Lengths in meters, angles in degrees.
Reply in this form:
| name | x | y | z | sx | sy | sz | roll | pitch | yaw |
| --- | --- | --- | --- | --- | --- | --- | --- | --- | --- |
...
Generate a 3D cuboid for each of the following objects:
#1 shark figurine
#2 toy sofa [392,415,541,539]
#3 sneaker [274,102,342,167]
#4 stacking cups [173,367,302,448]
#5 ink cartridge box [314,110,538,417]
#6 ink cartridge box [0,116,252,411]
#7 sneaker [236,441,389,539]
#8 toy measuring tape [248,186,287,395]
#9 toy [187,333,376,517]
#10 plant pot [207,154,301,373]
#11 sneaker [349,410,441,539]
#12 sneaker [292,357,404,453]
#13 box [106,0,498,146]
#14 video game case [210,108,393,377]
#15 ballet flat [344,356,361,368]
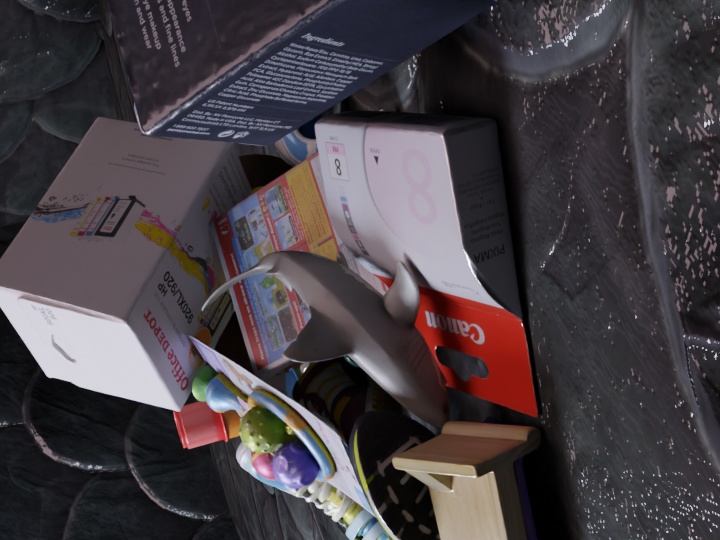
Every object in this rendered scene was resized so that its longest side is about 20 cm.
| name | x | y | z | sx | sy | sz | roll | pitch | yaw |
| --- | --- | --- | --- | --- | --- | --- | --- | --- | --- |
| shark figurine | -0.033 | 0.032 | 0.887 | 0.214 | 0.089 | 0.128 | 33 | 148 | 31 |
| toy sofa | 0.101 | 0.202 | 0.852 | 0.083 | 0.098 | 0.200 | -3 | 101 | 51 |
| sneaker | -0.049 | -0.188 | 1.080 | 0.072 | 0.072 | 0.200 | -12 | 88 | 48 |
| stacking cups | -0.078 | 0.119 | 1.195 | 0.061 | 0.200 | 0.061 | 168 | 90 | -78 |
| ink cartridge box | 0.041 | -0.005 | 0.842 | 0.162 | 0.057 | 0.200 | 14 | 114 | 57 |
| ink cartridge box | -0.196 | -0.006 | 1.102 | 0.147 | 0.144 | 0.200 | 72 | -143 | -51 |
| sneaker | -0.016 | 0.205 | 1.154 | 0.080 | 0.200 | 0.131 | -51 | 50 | 20 |
| toy measuring tape | -0.077 | 0.024 | 1.077 | 0.074 | 0.073 | 0.200 | 144 | 122 | -75 |
| toy | -0.075 | 0.136 | 1.021 | 0.200 | 0.047 | 0.115 | 32 | 155 | 44 |
| plant pot | -0.103 | -0.010 | 1.276 | 0.187 | 0.187 | 0.200 | 101 | 166 | -61 |
| sneaker | 0.043 | 0.184 | 0.917 | 0.081 | 0.074 | 0.200 | 6 | 130 | 58 |
| sneaker | -0.013 | 0.123 | 1.076 | 0.200 | 0.090 | 0.075 | -90 | -24 | -68 |
| box | -0.052 | -0.205 | 0.748 | 0.200 | 0.117 | 0.197 | -27 | 74 | 35 |
| video game case | -0.029 | -0.018 | 0.987 | 0.200 | 0.017 | 0.143 | -29 | 70 | 33 |
| ballet flat | 0.000 | 0.000 | 1.052 | 0.200 | 0.068 | 0.068 | -114 | 31 | -53 |
